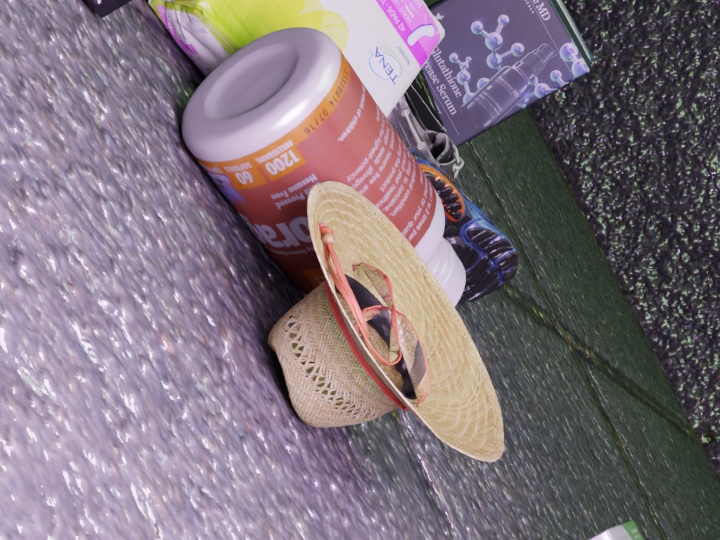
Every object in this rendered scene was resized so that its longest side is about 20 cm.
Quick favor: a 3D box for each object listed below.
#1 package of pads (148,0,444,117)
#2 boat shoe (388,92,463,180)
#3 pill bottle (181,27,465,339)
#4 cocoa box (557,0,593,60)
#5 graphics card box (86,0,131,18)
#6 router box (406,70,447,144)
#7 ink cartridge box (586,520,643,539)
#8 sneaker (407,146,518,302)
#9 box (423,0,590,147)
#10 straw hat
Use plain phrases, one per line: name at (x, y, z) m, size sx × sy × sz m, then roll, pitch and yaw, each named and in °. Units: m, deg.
package of pads at (-0.040, -0.172, 1.291) m, size 0.068 × 0.155 × 0.200 m, roll 19°, pitch -23°, yaw 44°
boat shoe at (0.063, -0.097, 1.755) m, size 0.200 × 0.064 × 0.071 m, roll 50°, pitch 16°, yaw -42°
pill bottle at (-0.016, -0.047, 1.185) m, size 0.200 × 0.112 × 0.112 m, roll 53°, pitch 14°, yaw -32°
cocoa box at (0.154, -0.251, 2.174) m, size 0.133 × 0.200 × 0.131 m, roll 61°, pitch 11°, yaw 0°
graphics card box at (-0.192, -0.258, 1.089) m, size 0.200 × 0.051 × 0.126 m, roll 51°, pitch 15°, yaw -37°
router box at (0.003, -0.224, 1.806) m, size 0.150 × 0.062 × 0.200 m, roll 51°, pitch 15°, yaw -44°
ink cartridge box at (0.205, 0.296, 1.385) m, size 0.200 × 0.084 × 0.146 m, roll 63°, pitch 12°, yaw 11°
sneaker at (0.082, -0.047, 1.708) m, size 0.200 × 0.075 × 0.078 m, roll 53°, pitch 11°, yaw -42°
box at (0.132, -0.238, 2.049) m, size 0.149 × 0.200 × 0.107 m, roll 59°, pitch 11°, yaw -7°
straw hat at (-0.006, 0.047, 1.075) m, size 0.201 × 0.085 × 0.201 m, roll 50°, pitch 17°, yaw -22°
